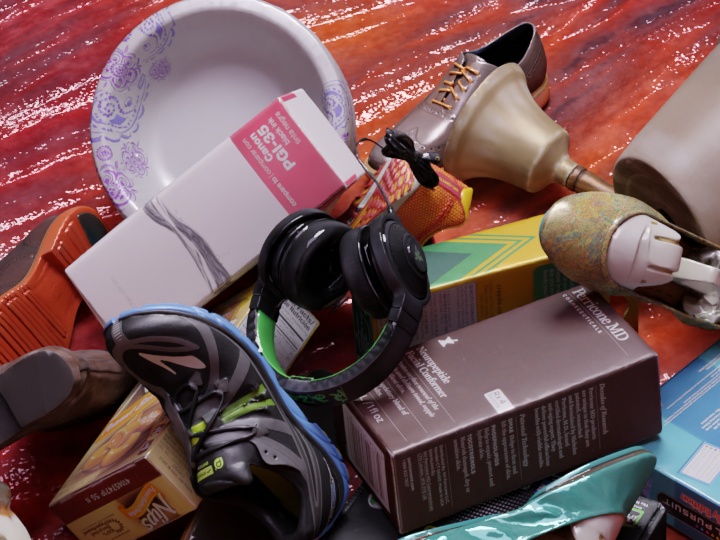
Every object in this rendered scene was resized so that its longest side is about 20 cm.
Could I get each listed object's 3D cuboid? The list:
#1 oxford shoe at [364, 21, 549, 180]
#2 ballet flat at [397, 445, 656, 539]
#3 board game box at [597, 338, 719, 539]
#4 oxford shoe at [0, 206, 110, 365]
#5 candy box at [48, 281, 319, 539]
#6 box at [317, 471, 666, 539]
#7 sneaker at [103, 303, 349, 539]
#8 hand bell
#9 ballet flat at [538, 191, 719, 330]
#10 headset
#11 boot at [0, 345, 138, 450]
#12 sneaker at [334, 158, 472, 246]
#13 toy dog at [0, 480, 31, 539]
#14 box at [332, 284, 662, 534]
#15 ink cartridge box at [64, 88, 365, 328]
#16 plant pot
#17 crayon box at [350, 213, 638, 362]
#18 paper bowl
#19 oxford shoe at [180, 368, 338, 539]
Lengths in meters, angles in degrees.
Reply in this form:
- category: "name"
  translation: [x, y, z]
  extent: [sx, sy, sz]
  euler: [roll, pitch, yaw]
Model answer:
- category: "oxford shoe"
  translation: [0.074, -0.135, 2.044]
  extent: [0.071, 0.073, 0.200]
  euler: [27, 49, 33]
- category: "ballet flat"
  translation: [0.110, 0.176, 1.599]
  extent: [0.199, 0.067, 0.071]
  euler: [-20, 64, -18]
- category: "board game box"
  translation: [0.282, 0.133, 1.710]
  extent: [0.200, 0.047, 0.151]
  euler: [30, 50, 35]
- category: "oxford shoe"
  translation: [-0.255, 0.036, 1.889]
  extent: [0.072, 0.071, 0.200]
  euler: [-13, 32, 39]
- category: "candy box"
  translation: [-0.119, 0.098, 1.744]
  extent: [0.115, 0.055, 0.200]
  euler: [-28, 20, 42]
- category: "box"
  translation: [0.072, 0.198, 1.652]
  extent: [0.199, 0.048, 0.193]
  euler: [16, 41, 26]
- category: "sneaker"
  translation: [-0.087, 0.099, 1.634]
  extent: [0.071, 0.200, 0.083]
  euler: [-33, 16, 37]
- category: "hand bell"
  translation: [0.173, -0.067, 1.961]
  extent: [0.199, 0.104, 0.104]
  euler: [33, 50, 20]
- category: "ballet flat"
  translation: [0.208, -0.004, 1.731]
  extent: [0.199, 0.071, 0.071]
  euler: [23, 20, -39]
- category: "headset"
  translation: [0.000, 0.000, 1.703]
  extent: [0.123, 0.094, 0.201]
  euler: [5, 69, 35]
- category: "boot"
  translation: [-0.249, 0.103, 1.746]
  extent: [0.185, 0.065, 0.200]
  euler: [-22, -2, 6]
- category: "sneaker"
  translation: [0.007, -0.012, 1.847]
  extent: [0.077, 0.200, 0.073]
  euler: [28, 55, -23]
- category: "toy dog"
  translation: [-0.224, 0.212, 1.598]
  extent: [0.193, 0.140, 0.200]
  euler: [-16, 38, -34]
- category: "box"
  translation: [0.091, 0.090, 1.694]
  extent: [0.199, 0.075, 0.100]
  euler: [-19, 37, -18]
- category: "ink cartridge box"
  translation: [-0.102, -0.035, 1.819]
  extent: [0.200, 0.083, 0.147]
  euler: [-38, 2, 8]
- category: "plant pot"
  translation: [0.287, -0.075, 1.865]
  extent: [0.173, 0.201, 0.200]
  euler: [-33, 46, -18]
- category: "crayon box"
  translation: [0.095, 0.034, 1.790]
  extent: [0.199, 0.126, 0.052]
  euler: [-14, 39, -12]
- category: "paper bowl"
  translation: [-0.101, -0.105, 1.954]
  extent: [0.199, 0.202, 0.104]
  euler: [-1, -6, 8]
- category: "oxford shoe"
  translation: [-0.078, 0.150, 1.729]
  extent: [0.071, 0.072, 0.200]
  euler: [-13, 29, 39]
